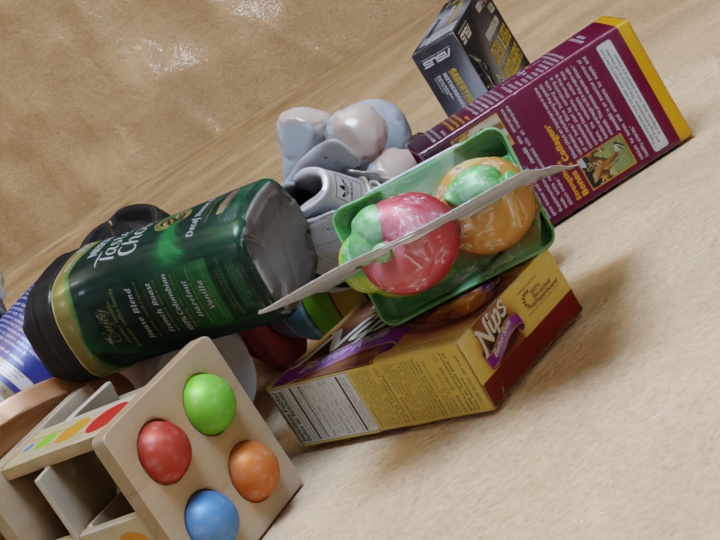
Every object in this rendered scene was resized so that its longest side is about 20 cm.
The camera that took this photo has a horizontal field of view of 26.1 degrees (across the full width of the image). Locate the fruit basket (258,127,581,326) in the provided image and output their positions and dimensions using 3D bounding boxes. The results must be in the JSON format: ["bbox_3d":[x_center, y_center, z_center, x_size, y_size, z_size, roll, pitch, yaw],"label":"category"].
[{"bbox_3d":[0.040,-0.031,0.981,0.185,0.094,0.200,-28,-8,18],"label":"fruit basket"}]

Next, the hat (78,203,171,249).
[{"bbox_3d":[-0.179,-0.004,1.233,0.200,0.081,0.201,-36,18,14],"label":"hat"}]

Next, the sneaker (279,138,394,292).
[{"bbox_3d":[0.024,-0.042,1.130,0.199,0.115,0.076,-10,61,18],"label":"sneaker"}]

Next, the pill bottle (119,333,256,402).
[{"bbox_3d":[-0.155,0.087,1.295,0.113,0.113,0.200,-37,14,-17],"label":"pill bottle"}]

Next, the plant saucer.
[{"bbox_3d":[-0.247,0.153,1.163,0.200,0.032,0.201,-33,-23,-16],"label":"plant saucer"}]

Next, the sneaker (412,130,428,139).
[{"bbox_3d":[0.083,-0.119,1.604,0.115,0.076,0.200,-33,22,-21],"label":"sneaker"}]

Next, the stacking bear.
[{"bbox_3d":[0.000,0.000,1.251,0.199,0.114,0.122,-12,62,29],"label":"stacking bear"}]

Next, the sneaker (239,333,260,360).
[{"bbox_3d":[-0.120,0.043,1.403,0.077,0.073,0.200,-11,12,-20],"label":"sneaker"}]

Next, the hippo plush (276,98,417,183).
[{"bbox_3d":[0.007,-0.077,1.481,0.159,0.201,0.161,22,26,20],"label":"hippo plush"}]

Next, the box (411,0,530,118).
[{"bbox_3d":[0.124,-0.176,1.482,0.048,0.159,0.200,-28,14,22],"label":"box"}]

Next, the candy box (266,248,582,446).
[{"bbox_3d":[0.041,0.055,1.058,0.199,0.057,0.117,-16,20,48],"label":"candy box"}]

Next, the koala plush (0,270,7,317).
[{"bbox_3d":[-0.433,0.088,1.773,0.177,0.201,0.183,-42,15,-33],"label":"koala plush"}]

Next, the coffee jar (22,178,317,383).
[{"bbox_3d":[-0.136,0.010,1.085,0.199,0.086,0.104,-19,22,24],"label":"coffee jar"}]

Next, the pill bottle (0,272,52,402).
[{"bbox_3d":[-0.268,0.063,1.417,0.200,0.116,0.116,-50,18,-20],"label":"pill bottle"}]

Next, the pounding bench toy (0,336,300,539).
[{"bbox_3d":[-0.124,0.122,1.054,0.156,0.125,0.200,-23,16,37],"label":"pounding bench toy"}]

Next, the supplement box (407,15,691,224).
[{"bbox_3d":[0.152,-0.107,1.269,0.199,0.111,0.086,-33,12,2],"label":"supplement box"}]
